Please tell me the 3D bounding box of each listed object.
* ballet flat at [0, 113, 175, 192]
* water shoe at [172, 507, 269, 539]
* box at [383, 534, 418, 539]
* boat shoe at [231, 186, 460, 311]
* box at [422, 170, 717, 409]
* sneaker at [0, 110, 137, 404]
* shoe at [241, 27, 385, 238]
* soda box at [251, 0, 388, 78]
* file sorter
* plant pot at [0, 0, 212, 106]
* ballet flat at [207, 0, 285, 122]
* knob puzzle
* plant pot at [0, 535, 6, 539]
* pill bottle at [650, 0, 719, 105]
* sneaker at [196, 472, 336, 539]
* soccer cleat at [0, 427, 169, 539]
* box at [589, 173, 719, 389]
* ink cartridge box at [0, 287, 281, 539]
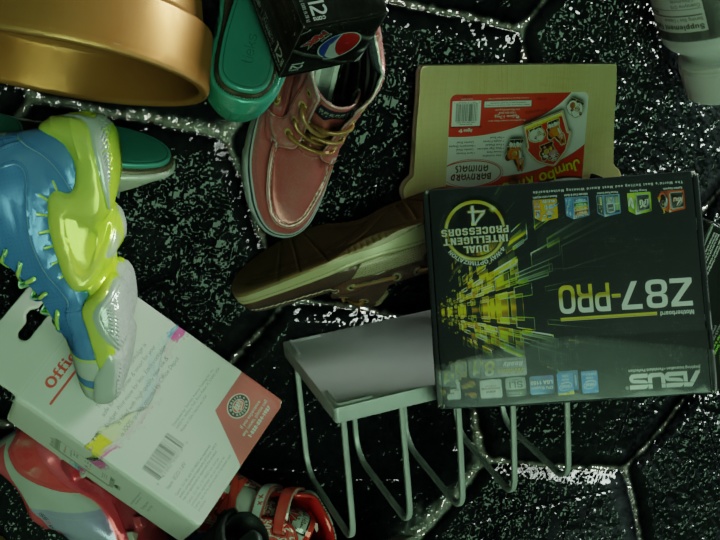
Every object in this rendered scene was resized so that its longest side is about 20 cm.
[{"bbox_3d":[-0.236,-0.077,0.900,0.200,0.069,0.070,8,103,-18],"label":"ballet flat"},{"bbox_3d":[-0.095,0.216,0.923,0.071,0.200,0.079,35,78,-18],"label":"water shoe"},{"bbox_3d":[-0.039,0.285,1.019,0.200,0.068,0.082,-16,83,-13],"label":"box"},{"bbox_3d":[0.000,0.000,0.988,0.200,0.072,0.072,-21,117,-1],"label":"boat shoe"},{"bbox_3d":[0.149,0.016,0.912,0.200,0.049,0.162,-3,85,3],"label":"box"},{"bbox_3d":[-0.211,-0.007,0.856,0.105,0.076,0.200,-2,97,0],"label":"sneaker"},{"bbox_3d":[-0.037,-0.114,0.938,0.071,0.091,0.200,8,104,-22],"label":"shoe"},{"bbox_3d":[-0.051,-0.238,0.849,0.063,0.071,0.200,-15,76,-22],"label":"soda box"},{"bbox_3d":[0.057,0.116,1.019,0.200,0.139,0.125,-12,112,-16],"label":"file sorter"},{"bbox_3d":[-0.188,-0.197,0.815,0.200,0.200,0.140,9,86,-22],"label":"plant pot"},{"bbox_3d":[-0.075,-0.193,0.904,0.067,0.070,0.200,17,66,-11],"label":"ballet flat"},{"bbox_3d":[0.122,-0.073,1.042,0.219,0.030,0.220,-6,108,-19],"label":"knob puzzle"},{"bbox_3d":[-0.373,0.273,0.877,0.195,0.200,0.194,34,93,-26],"label":"plant pot"},{"bbox_3d":[0.284,-0.242,1.003,0.114,0.114,0.200,-27,114,-11],"label":"pill bottle"},{"bbox_3d":[-0.104,0.175,0.988,0.201,0.108,0.067,48,44,-30],"label":"sneaker"},{"bbox_3d":[-0.214,0.195,0.994,0.076,0.067,0.200,-18,122,20],"label":"soccer cleat"},{"bbox_3d":[0.280,0.019,1.046,0.200,0.148,0.125,17,100,-35],"label":"box"},{"bbox_3d":[-0.175,0.091,0.922,0.200,0.068,0.117,37,62,-4],"label":"ink cartridge box"}]
